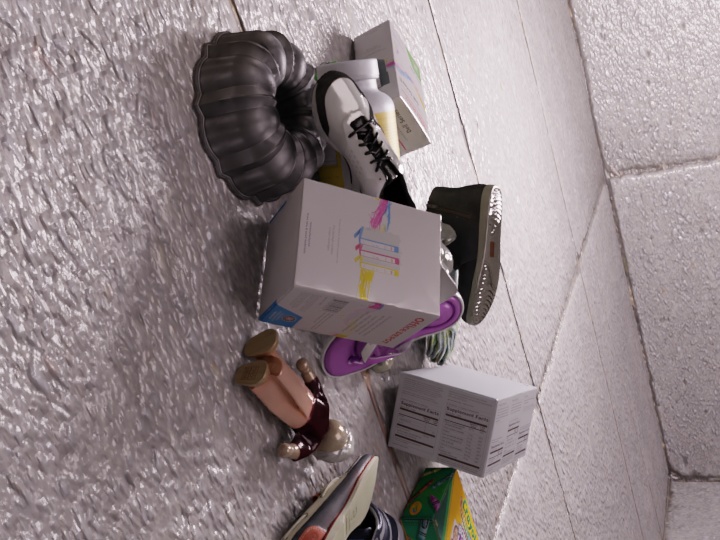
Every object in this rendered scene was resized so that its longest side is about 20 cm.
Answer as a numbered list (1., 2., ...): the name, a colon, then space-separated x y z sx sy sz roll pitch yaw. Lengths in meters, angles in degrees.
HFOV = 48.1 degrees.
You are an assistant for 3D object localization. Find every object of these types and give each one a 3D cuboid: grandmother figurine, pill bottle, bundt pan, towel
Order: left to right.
1. bundt pan: -0.101 -0.182 0.930 0.201 0.074 0.207 23 64 -59
2. grandmother figurine: -0.067 0.162 0.926 0.201 0.060 0.123 52 49 -40
3. pill bottle: -0.005 -0.166 1.049 0.112 0.110 0.205 -27 113 -60
4. towel: 0.134 0.030 1.280 0.172 0.047 0.204 87 8 -65

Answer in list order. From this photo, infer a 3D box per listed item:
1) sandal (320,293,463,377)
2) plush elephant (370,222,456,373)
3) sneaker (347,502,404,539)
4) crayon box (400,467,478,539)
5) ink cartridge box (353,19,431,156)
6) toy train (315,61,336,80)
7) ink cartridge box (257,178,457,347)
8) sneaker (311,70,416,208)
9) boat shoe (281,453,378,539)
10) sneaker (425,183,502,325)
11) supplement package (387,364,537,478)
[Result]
1. sandal: 0.041 0.079 1.017 0.083 0.200 0.050 64 -3 -31
2. plush elephant: 0.071 0.013 1.117 0.203 0.152 0.165 68 31 -25
3. sneaker: 0.008 0.387 0.993 0.109 0.069 0.203 57 30 -47
4. crayon box: 0.131 0.420 1.231 0.119 0.057 0.203 -48 125 -55
5. ink cartridge box: 0.049 -0.253 1.197 0.117 0.066 0.203 44 34 -50
6. toy train: -0.015 -0.199 1.136 0.057 0.041 0.203 -63 138 -61
7. ink cartridge box: 0.000 0.000 0.920 0.196 0.128 0.128 13 66 -21
8. sneaker: 0.011 -0.142 0.942 0.073 0.080 0.202 -38 119 -17
9. boat shoe: -0.032 0.282 0.954 0.200 0.061 0.073 -48 142 -56
10. sneaker: 0.146 -0.025 1.183 0.074 0.104 0.205 15 81 -57
11. supplement package: 0.157 0.217 1.208 0.199 0.153 0.113 7 95 -61
